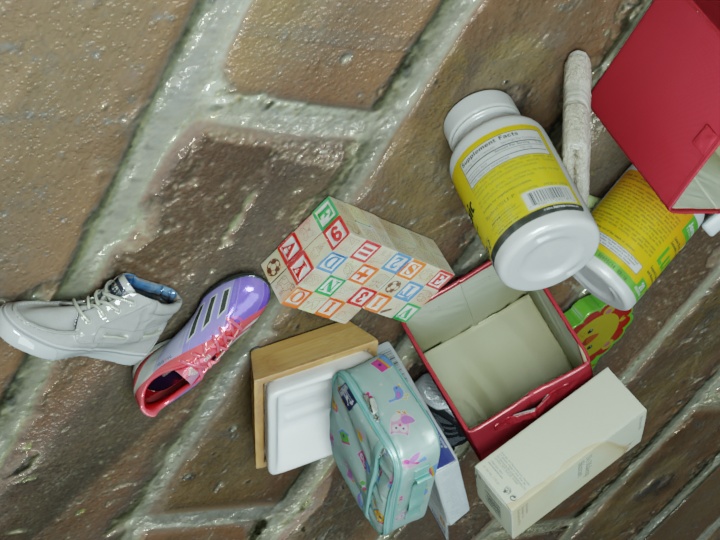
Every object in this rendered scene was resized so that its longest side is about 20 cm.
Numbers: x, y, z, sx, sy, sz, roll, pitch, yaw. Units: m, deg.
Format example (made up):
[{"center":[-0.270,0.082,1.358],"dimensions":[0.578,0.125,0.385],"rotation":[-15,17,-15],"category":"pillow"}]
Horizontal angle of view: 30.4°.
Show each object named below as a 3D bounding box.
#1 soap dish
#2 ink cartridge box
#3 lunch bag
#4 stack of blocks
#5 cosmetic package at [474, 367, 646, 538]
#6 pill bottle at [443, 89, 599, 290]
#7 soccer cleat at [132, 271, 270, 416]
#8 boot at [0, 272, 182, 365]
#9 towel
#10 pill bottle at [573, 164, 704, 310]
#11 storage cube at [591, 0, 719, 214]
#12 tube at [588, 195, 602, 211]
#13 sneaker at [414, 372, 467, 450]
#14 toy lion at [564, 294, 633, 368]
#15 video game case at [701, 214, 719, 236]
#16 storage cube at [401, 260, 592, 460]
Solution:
[{"center":[-0.063,0.154,1.619],"dimensions":[0.157,0.081,0.200],"rotation":[-18,145,-17],"category":"soap dish"},{"center":[0.076,0.220,1.702],"dimensions":[0.040,0.200,0.200],"rotation":[-25,145,-8],"category":"ink cartridge box"},{"center":[0.026,0.206,1.536],"dimensions":[0.077,0.161,0.200],"rotation":[-18,145,-17],"category":"lunch bag"},{"center":[0.000,0.000,1.486],"dimensions":[0.115,0.059,0.200],"rotation":[-45,144,21],"category":"stack of blocks"},{"center":[0.233,0.214,1.546],"dimensions":[0.200,0.073,0.104],"rotation":[-34,152,-10],"category":"cosmetic package"},{"center":[0.157,-0.088,1.356],"dimensions":[0.111,0.201,0.112],"rotation":[-14,145,-10],"category":"pill bottle"},{"center":[-0.171,0.082,1.439],"dimensions":[0.200,0.073,0.068],"rotation":[-40,121,17],"category":"soccer cleat"},{"center":[-0.270,0.037,1.333],"dimensions":[0.096,0.074,0.200],"rotation":[-50,150,18],"category":"boot"},{"center":[0.235,-0.124,1.442],"dimensions":[0.034,0.133,0.200],"rotation":[1,146,8],"category":"towel"},{"center":[0.341,-0.060,1.589],"dimensions":[0.200,0.111,0.111],"rotation":[-49,147,-7],"category":"pill bottle"},{"center":[0.386,-0.184,1.431],"dimensions":[0.170,0.180,0.200],"rotation":[-1,138,-36],"category":"storage cube"},{"center":[0.333,-0.053,1.679],"dimensions":[0.199,0.058,0.052],"rotation":[6,160,-37],"category":"tube"},{"center":[0.101,0.211,1.821],"dimensions":[0.114,0.076,0.200],"rotation":[-40,148,10],"category":"sneaker"},{"center":[0.299,0.111,1.865],"dimensions":[0.191,0.069,0.200],"rotation":[-28,147,-17],"category":"toy lion"},{"center":[0.501,-0.131,1.634],"dimensions":[0.200,0.022,0.182],"rotation":[-43,-178,19],"category":"video game case"},{"center":[0.174,0.111,1.634],"dimensions":[0.171,0.200,0.180],"rotation":[-30,153,-1],"category":"storage cube"}]
